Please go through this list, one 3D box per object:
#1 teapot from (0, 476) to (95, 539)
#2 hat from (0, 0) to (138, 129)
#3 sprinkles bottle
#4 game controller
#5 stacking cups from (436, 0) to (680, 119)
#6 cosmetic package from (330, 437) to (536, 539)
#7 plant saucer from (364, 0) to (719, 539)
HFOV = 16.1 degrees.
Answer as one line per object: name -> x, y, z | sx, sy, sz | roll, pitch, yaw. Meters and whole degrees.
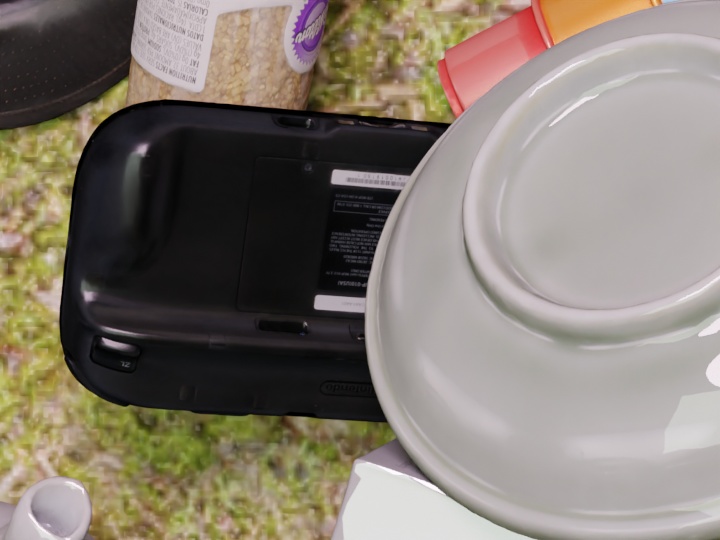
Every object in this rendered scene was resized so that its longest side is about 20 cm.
teapot -> -0.157, 0.178, 0.876 | 0.196, 0.146, 0.202 | -9, 90, 12
hat -> -0.136, -0.150, 0.887 | 0.200, 0.201, 0.081 | -35, 45, 10
sprinkles bottle -> -0.042, -0.094, 0.856 | 0.068, 0.068, 0.201 | 15, 114, 11
game controller -> 0.000, 0.000, 0.855 | 0.198, 0.042, 0.105 | 4, 99, -15
stacking cups -> 0.123, -0.097, 0.865 | 0.199, 0.060, 0.061 | -26, 86, 16
cosmetic package -> 0.015, 0.159, 0.818 | 0.081, 0.113, 0.201 | 17, 93, 10
plant saucer -> 0.087, -0.015, 0.757 | 0.199, 0.050, 0.201 | -15, 50, 18
